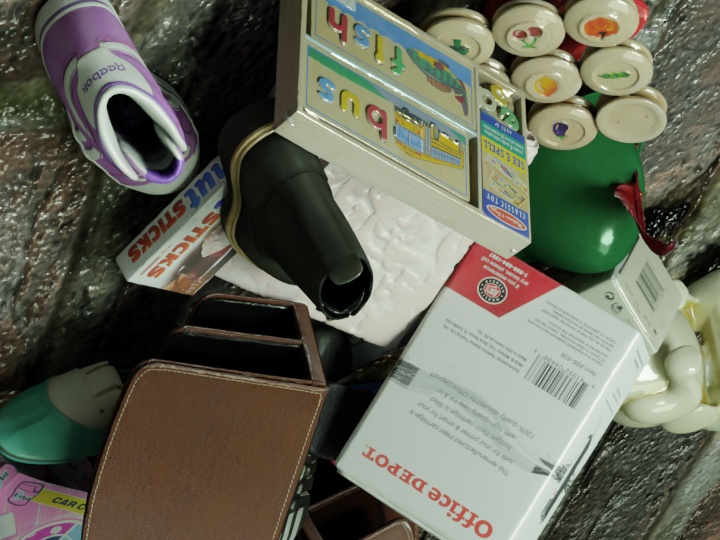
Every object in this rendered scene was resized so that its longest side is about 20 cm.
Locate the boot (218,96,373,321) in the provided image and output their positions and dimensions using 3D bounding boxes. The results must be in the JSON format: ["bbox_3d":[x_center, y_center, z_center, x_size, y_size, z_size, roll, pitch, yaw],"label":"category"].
[{"bbox_3d":[-0.033,-0.004,1.477,0.077,0.139,0.200,-29,154,-3],"label":"boot"}]

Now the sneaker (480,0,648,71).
[{"bbox_3d":[0.152,-0.208,1.563,0.115,0.079,0.200,-23,158,-29],"label":"sneaker"}]

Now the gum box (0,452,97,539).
[{"bbox_3d":[-0.245,0.182,1.719,0.113,0.066,0.200,-43,145,17],"label":"gum box"}]

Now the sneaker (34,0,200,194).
[{"bbox_3d":[-0.139,-0.079,1.436,0.072,0.115,0.201,-34,149,1],"label":"sneaker"}]

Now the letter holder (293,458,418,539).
[{"bbox_3d":[0.011,0.224,1.883,0.141,0.101,0.201,-24,145,-16],"label":"letter holder"}]

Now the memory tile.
[{"bbox_3d":[0.103,-0.129,1.560,0.199,0.017,0.154,-6,144,16],"label":"memory tile"}]

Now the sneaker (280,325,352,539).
[{"bbox_3d":[-0.084,0.114,1.741,0.076,0.115,0.201,-20,133,-56],"label":"sneaker"}]

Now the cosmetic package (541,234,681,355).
[{"bbox_3d":[0.142,0.051,1.773,0.199,0.071,0.105,-26,-167,27],"label":"cosmetic package"}]

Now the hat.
[{"bbox_3d":[0.195,-0.019,1.668,0.199,0.176,0.166,-10,134,-45],"label":"hat"}]

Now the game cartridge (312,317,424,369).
[{"bbox_3d":[0.000,0.000,1.720,0.132,0.042,0.201,-21,145,-10],"label":"game cartridge"}]

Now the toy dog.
[{"bbox_3d":[0.216,0.068,1.918,0.193,0.141,0.199,-12,168,43],"label":"toy dog"}]

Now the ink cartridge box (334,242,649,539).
[{"bbox_3d":[0.096,0.102,1.648,0.201,0.144,0.084,-57,161,-7],"label":"ink cartridge box"}]

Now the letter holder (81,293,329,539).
[{"bbox_3d":[-0.122,0.124,1.602,0.141,0.101,0.201,8,122,-17],"label":"letter holder"}]

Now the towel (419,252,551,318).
[{"bbox_3d":[0.094,-0.036,1.720,0.199,0.022,0.147,-21,140,-37],"label":"towel"}]

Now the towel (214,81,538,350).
[{"bbox_3d":[-0.004,-0.051,1.591,0.190,0.032,0.200,23,121,-22],"label":"towel"}]

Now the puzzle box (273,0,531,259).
[{"bbox_3d":[0.029,-0.103,1.472,0.199,0.134,0.025,27,136,-31],"label":"puzzle box"}]

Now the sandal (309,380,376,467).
[{"bbox_3d":[-0.003,0.120,1.722,0.200,0.045,0.076,29,75,-57],"label":"sandal"}]

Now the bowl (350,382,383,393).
[{"bbox_3d":[-0.024,0.177,1.919,0.200,0.039,0.201,-22,144,-16],"label":"bowl"}]

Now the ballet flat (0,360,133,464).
[{"bbox_3d":[-0.179,0.093,1.665,0.199,0.067,0.071,-4,139,-45],"label":"ballet flat"}]

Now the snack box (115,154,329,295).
[{"bbox_3d":[-0.074,-0.058,1.524,0.200,0.024,0.072,-43,150,22],"label":"snack box"}]
